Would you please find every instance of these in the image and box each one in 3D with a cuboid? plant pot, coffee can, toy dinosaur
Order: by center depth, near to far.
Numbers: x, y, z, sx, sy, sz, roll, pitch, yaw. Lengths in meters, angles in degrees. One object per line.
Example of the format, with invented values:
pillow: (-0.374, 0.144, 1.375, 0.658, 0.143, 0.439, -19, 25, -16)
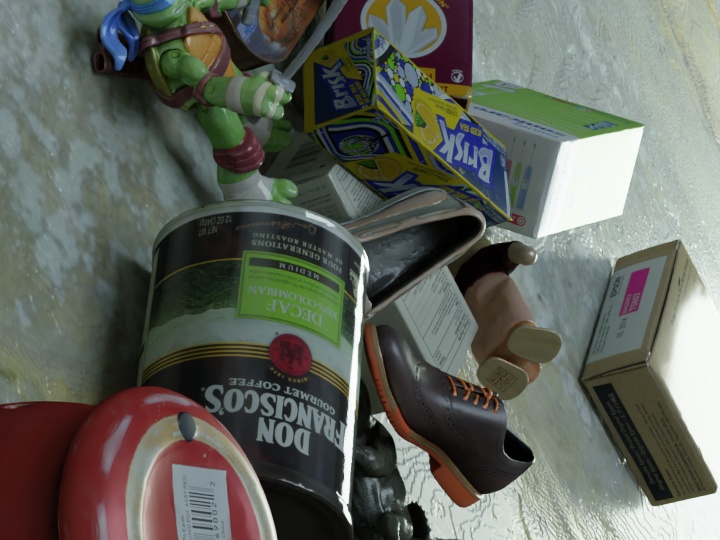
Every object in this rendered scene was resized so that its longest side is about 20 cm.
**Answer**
plant pot: (-0.158, 0.162, 1.256, 0.200, 0.182, 0.201, 34, 48, -48)
coffee can: (-0.072, 0.077, 1.492, 0.146, 0.146, 0.200, 44, 40, -44)
toy dinosaur: (0.005, 0.156, 1.693, 0.200, 0.077, 0.102, 64, 17, -8)

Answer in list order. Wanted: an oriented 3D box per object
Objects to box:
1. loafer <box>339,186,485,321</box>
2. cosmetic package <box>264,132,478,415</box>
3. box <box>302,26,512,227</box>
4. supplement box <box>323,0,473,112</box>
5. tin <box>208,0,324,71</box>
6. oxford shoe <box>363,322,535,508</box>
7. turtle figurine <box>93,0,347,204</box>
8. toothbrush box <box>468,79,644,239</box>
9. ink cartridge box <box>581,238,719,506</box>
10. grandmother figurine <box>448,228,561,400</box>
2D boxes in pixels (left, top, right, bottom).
loafer: (0.000, 0.000, 1.648, 0.200, 0.063, 0.072, -32, 112, -24)
cosmetic package: (0.006, -0.005, 1.755, 0.200, 0.073, 0.104, 63, 29, -21)
box: (0.036, -0.095, 1.715, 0.200, 0.064, 0.070, 36, 44, -50)
supplement box: (0.029, -0.195, 1.827, 0.086, 0.110, 0.200, 103, -9, -57)
tin: (-0.079, -0.225, 1.753, 0.112, 0.042, 0.200, 66, 28, -24)
oxford shoe: (0.062, 0.094, 1.695, 0.200, 0.072, 0.071, 52, 19, -45)
turtle figurine: (-0.065, -0.139, 1.590, 0.144, 0.200, 0.194, 44, -19, 38)
toothbrush box: (0.127, -0.095, 1.928, 0.200, 0.145, 0.086, -14, 120, -64)
ink cartridge box: (0.290, 0.096, 2.225, 0.165, 0.075, 0.200, 59, 32, -24)
grandmother figurine: (0.101, 0.024, 1.876, 0.061, 0.121, 0.200, 42, 17, -29)
